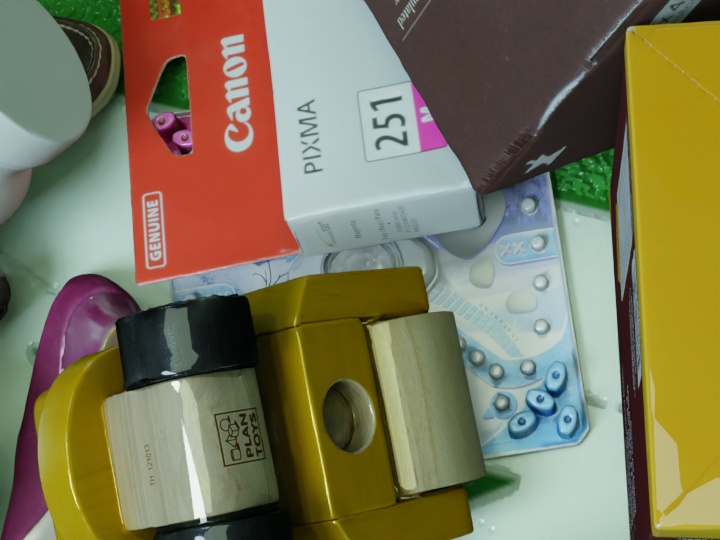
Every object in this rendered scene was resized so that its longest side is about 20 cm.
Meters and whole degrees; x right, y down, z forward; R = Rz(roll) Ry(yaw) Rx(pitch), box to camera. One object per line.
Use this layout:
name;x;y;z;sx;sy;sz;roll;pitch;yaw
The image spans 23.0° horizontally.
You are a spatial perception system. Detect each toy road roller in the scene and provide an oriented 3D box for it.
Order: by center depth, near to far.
toy road roller;-0.055;0.075;0.787;0.146;0.199;0.124;-16;83;44

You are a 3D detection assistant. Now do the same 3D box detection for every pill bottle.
pill bottle;-0.230;-0.051;0.846;0.199;0.116;0.117;-32;74;26

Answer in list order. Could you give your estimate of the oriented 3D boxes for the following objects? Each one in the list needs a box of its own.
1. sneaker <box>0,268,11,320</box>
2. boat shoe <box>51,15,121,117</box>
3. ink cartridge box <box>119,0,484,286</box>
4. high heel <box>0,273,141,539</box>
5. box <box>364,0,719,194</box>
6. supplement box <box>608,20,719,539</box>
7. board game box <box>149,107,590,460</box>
sneaker;-0.227;0.092;0.876;0.200;0.075;0.106;-43;80;8
boat shoe;-0.225;-0.107;0.908;0.199;0.072;0.073;3;76;11
ink cartridge box;-0.038;-0.102;0.869;0.172;0.044;0.201;-10;63;6
high heel;-0.151;0.102;0.876;0.067;0.096;0.201;7;101;-27
box;0.098;-0.175;0.793;0.164;0.166;0.201;-20;73;-33
supplement box;0.177;0.026;0.739;0.132;0.200;0.199;-2;73;6
board game box;0.000;0.000;0.875;0.199;0.026;0.201;-9;78;8
